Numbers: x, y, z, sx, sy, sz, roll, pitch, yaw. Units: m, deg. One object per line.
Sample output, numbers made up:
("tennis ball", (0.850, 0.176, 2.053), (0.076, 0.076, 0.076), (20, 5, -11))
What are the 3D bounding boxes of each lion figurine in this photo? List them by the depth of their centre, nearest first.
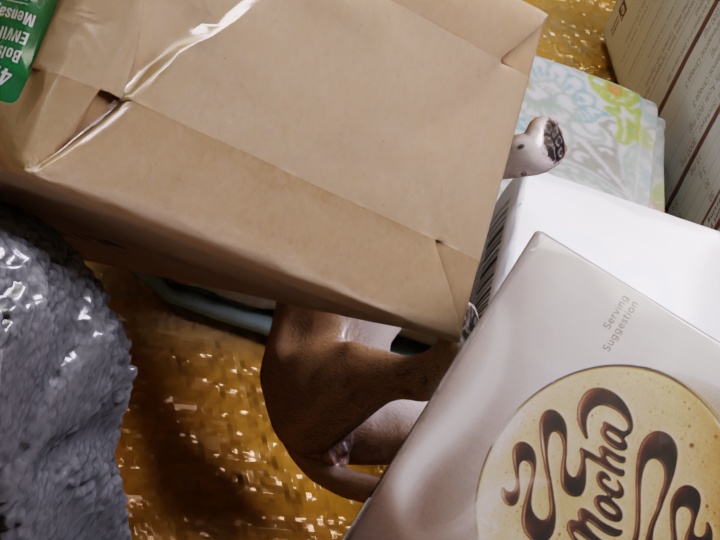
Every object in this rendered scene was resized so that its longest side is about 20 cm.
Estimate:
("lion figurine", (0.000, 0.000, 0.914), (0.072, 0.122, 0.201), (38, 53, -43))

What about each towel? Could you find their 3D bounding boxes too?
("towel", (0.020, -0.030, 1.049), (0.199, 0.048, 0.171), (18, 36, -8))

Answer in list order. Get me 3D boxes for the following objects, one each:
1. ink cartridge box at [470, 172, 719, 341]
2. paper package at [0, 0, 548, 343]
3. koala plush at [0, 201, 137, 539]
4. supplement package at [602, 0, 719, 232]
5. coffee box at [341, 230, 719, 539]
("ink cartridge box", (0.125, 0.071, 0.944), (0.199, 0.047, 0.160), (17, 60, -8))
("paper package", (-0.080, -0.061, 0.836), (0.200, 0.104, 0.190), (12, -6, 44))
("koala plush", (-0.181, 0.036, 0.787), (0.200, 0.184, 0.177), (26, 37, 21))
("supplement package", (0.185, -0.064, 1.113), (0.117, 0.117, 0.200), (8, 42, -20))
("coffee box", (0.040, 0.107, 0.788), (0.113, 0.080, 0.200), (33, 77, 5))
